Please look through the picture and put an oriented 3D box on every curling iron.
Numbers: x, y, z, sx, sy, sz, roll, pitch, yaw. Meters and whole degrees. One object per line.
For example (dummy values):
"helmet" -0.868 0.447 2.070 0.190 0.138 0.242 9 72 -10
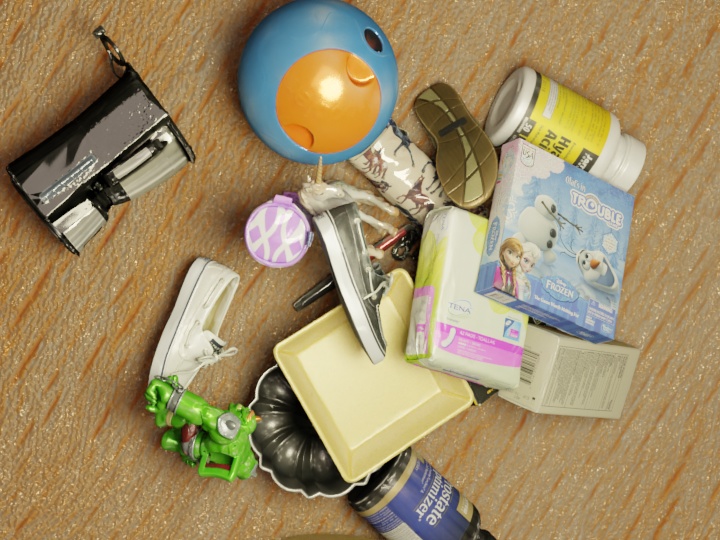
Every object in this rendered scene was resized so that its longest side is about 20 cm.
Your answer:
"curling iron" 0.000 0.000 1.761 0.198 0.026 0.050 -29 97 -9

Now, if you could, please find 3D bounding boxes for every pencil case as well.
"pencil case" 0.078 -0.112 1.742 0.200 0.078 0.090 42 71 -13
"pencil case" -0.098 -0.053 1.646 0.083 0.200 0.087 4 94 -2

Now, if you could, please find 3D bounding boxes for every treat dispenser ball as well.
"treat dispenser ball" -0.052 -0.231 1.640 0.198 0.201 0.204 -1 95 -13

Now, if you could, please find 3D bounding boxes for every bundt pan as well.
"bundt pan" -0.055 0.189 1.736 0.199 0.076 0.205 0 92 -14

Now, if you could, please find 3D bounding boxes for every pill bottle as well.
"pill bottle" 0.272 -0.176 1.765 0.198 0.111 0.112 25 89 -14
"pill bottle" 0.087 0.327 1.766 0.200 0.112 0.112 43 85 -13

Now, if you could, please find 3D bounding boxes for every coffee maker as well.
"coffee maker" -0.331 -0.150 1.634 0.199 0.135 0.193 -37 78 -8

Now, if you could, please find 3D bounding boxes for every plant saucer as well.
"plant saucer" 0.014 0.130 1.688 0.199 0.048 0.202 -31 99 -11

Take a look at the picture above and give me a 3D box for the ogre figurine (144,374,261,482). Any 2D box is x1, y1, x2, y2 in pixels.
"ogre figurine" -0.189 0.203 1.642 0.119 0.098 0.202 18 132 19

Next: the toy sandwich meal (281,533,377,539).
"toy sandwich meal" -0.028 0.389 1.711 0.202 0.205 0.071 3 92 -13

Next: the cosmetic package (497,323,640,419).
"cosmetic package" 0.276 0.133 1.762 0.199 0.071 0.107 12 97 -47

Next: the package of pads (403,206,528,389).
"package of pads" 0.138 0.034 1.673 0.153 0.068 0.203 18 75 -30

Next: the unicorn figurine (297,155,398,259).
"unicorn figurine" -0.018 -0.077 1.666 0.136 0.200 0.074 29 91 -9

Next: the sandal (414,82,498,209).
"sandal" 0.127 -0.157 1.721 0.080 0.201 0.054 -26 143 6

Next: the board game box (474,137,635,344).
"board game box" 0.249 -0.035 1.686 0.198 0.043 0.202 22 68 -27

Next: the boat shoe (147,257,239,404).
"boat shoe" -0.198 0.091 1.690 0.085 0.075 0.204 19 84 17

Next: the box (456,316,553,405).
"box" 0.174 0.059 1.761 0.199 0.049 0.161 -34 104 -30

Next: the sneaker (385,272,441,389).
"sneaker" 0.054 0.104 1.769 0.087 0.075 0.202 -23 96 6

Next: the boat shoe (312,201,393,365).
"boat shoe" 0.005 0.014 1.611 0.067 0.074 0.202 -21 103 -6
